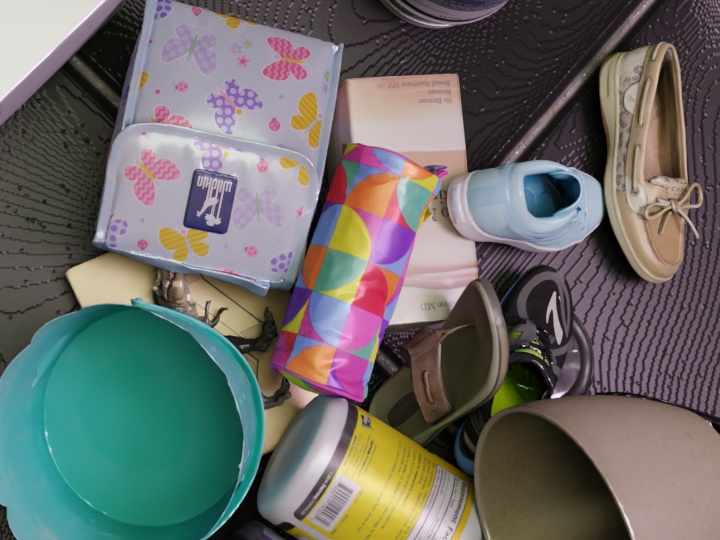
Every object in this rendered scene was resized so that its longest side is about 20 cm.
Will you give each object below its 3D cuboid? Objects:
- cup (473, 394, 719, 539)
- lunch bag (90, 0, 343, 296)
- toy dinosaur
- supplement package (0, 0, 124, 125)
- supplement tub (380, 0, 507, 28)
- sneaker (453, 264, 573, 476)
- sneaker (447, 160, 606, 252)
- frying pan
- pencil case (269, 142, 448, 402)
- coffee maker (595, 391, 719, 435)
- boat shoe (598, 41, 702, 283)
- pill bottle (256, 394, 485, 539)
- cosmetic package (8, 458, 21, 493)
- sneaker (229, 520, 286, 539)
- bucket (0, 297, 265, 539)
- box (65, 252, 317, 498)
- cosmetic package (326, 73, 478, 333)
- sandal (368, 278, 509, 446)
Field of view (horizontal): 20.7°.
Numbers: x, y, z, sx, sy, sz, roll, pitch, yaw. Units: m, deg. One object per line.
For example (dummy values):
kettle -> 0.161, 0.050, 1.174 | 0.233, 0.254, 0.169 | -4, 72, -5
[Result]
cup -> 0.198, 0.173, 1.467 | 0.142, 0.200, 0.202 | -20, 89, -28
lunch bag -> -0.111, -0.093, 1.545 | 0.168, 0.127, 0.202 | 14, 70, -8
toy dinosaur -> -0.103, 0.080, 1.560 | 0.087, 0.047, 0.202 | -16, 89, 1
supplement package -> -0.286, -0.194, 1.530 | 0.121, 0.120, 0.200 | 45, 75, -4
supplement tub -> 0.084, -0.279, 1.592 | 0.139, 0.200, 0.142 | 2, 83, -14
sneaker -> 0.135, 0.079, 1.584 | 0.070, 0.083, 0.201 | 30, 55, -9
sneaker -> 0.158, -0.053, 1.605 | 0.199, 0.081, 0.075 | -8, 90, -51
frying pan -> 0.134, 0.110, 1.650 | 0.114, 0.031, 0.192 | 21, 76, -11
pencil case -> 0.000, 0.000, 1.513 | 0.088, 0.088, 0.202 | 23, 85, -10
coffee maker -> 0.252, 0.219, 1.628 | 0.191, 0.134, 0.202 | 26, 78, -37
boat shoe -> 0.248, -0.092, 1.671 | 0.073, 0.062, 0.202 | -3, 82, -46
pill bottle -> 0.027, 0.191, 1.555 | 0.199, 0.112, 0.113 | 33, 77, -13
cosmetic package -> -0.341, 0.096, 1.507 | 0.101, 0.071, 0.202 | -22, 89, -15
sneaker -> -0.019, 0.262, 1.582 | 0.200, 0.074, 0.088 | 48, 53, -8
bucket -> -0.171, 0.120, 1.481 | 0.205, 0.135, 0.210 | 1, 95, 6
box -> -0.125, 0.060, 1.592 | 0.162, 0.021, 0.202 | -24, 90, -16
cosmetic package -> 0.033, -0.052, 1.611 | 0.102, 0.087, 0.202 | -5, 85, -16
sandal -> 0.054, 0.084, 1.547 | 0.057, 0.201, 0.080 | 2, 53, -35
